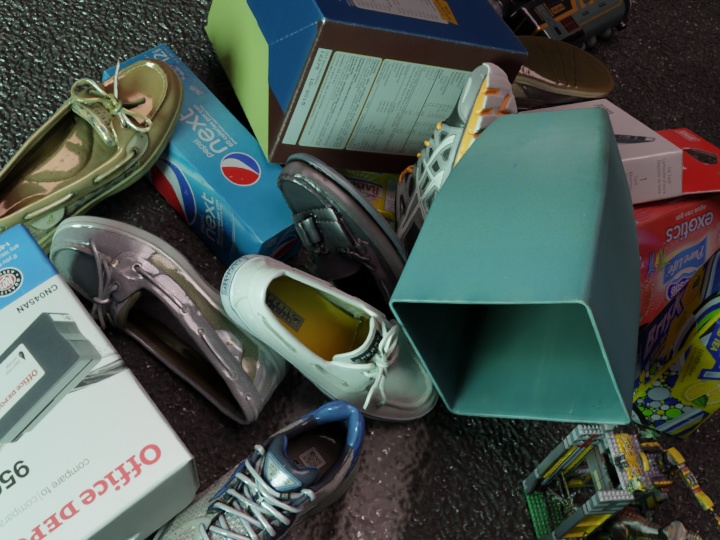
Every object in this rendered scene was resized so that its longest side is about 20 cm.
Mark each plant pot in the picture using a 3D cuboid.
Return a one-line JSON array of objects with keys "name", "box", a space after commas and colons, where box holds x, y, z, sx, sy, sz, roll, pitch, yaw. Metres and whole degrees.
[{"name": "plant pot", "box": [0.132, -0.014, 0.804, 0.139, 0.142, 0.202, 0, 51, 28]}]

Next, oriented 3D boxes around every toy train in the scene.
[{"name": "toy train", "box": [0.212, -0.283, 1.172, 0.199, 0.085, 0.115, -31, 83, -38]}]

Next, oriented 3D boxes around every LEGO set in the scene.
[{"name": "LEGO set", "box": [0.210, 0.194, 0.795, 0.151, 0.116, 0.203, 9, 53, -16]}]

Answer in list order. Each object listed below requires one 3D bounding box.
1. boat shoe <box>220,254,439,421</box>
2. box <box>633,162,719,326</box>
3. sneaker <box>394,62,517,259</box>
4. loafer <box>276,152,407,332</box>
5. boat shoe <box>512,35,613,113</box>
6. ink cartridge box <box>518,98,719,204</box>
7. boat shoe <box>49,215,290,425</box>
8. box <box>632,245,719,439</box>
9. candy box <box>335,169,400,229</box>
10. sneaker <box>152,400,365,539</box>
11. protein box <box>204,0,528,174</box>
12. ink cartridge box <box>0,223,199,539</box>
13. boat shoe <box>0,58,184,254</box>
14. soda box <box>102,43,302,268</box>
[{"name": "boat shoe", "box": [-0.002, 0.053, 0.779, 0.201, 0.086, 0.075, 39, 75, -29]}, {"name": "box", "box": [0.248, -0.026, 0.963, 0.198, 0.096, 0.102, -20, 29, -33]}, {"name": "sneaker", "box": [0.068, -0.073, 0.894, 0.077, 0.203, 0.078, 26, 14, 32]}, {"name": "loafer", "box": [0.000, 0.000, 0.845, 0.200, 0.071, 0.063, 49, 65, -22]}, {"name": "boat shoe", "box": [0.149, -0.188, 1.080, 0.197, 0.066, 0.073, 5, 49, -14]}, {"name": "ink cartridge box", "box": [0.249, -0.112, 0.985, 0.173, 0.046, 0.200, -8, 22, -4]}, {"name": "boat shoe", "box": [-0.145, 0.034, 0.797, 0.201, 0.075, 0.065, 36, 46, -3]}, {"name": "box", "box": [0.279, 0.053, 0.872, 0.069, 0.201, 0.065, 18, 51, -7]}, {"name": "candy box", "box": [0.043, -0.076, 0.983, 0.197, 0.027, 0.104, 16, 54, -11]}, {"name": "sneaker", "box": [-0.068, 0.151, 0.734, 0.077, 0.086, 0.200, 41, 52, 10]}, {"name": "protein box", "box": [-0.001, -0.199, 0.942, 0.197, 0.136, 0.200, 2, 42, -31]}, {"name": "ink cartridge box", "box": [-0.215, 0.096, 0.694, 0.144, 0.085, 0.201, -35, 73, -19]}, {"name": "boat shoe", "box": [-0.209, -0.088, 0.821, 0.073, 0.063, 0.201, 34, 74, 13]}, {"name": "soda box", "box": [-0.129, -0.088, 0.896, 0.200, 0.064, 0.067, 46, 53, 14]}]
